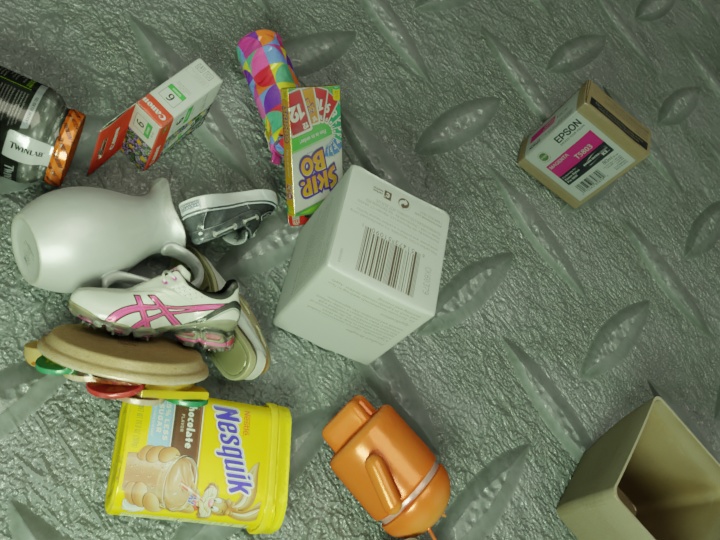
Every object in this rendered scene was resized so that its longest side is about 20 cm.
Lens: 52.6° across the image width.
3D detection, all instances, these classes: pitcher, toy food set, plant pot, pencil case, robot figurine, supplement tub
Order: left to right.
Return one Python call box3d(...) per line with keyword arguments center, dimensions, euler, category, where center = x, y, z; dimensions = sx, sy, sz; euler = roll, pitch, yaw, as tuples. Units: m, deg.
box3d(center=(-0.446, -0.185, 0.882), dimensions=(0.196, 0.122, 0.125), euler=(22, 56, -19), category="supplement tub")
box3d(center=(-0.301, -0.026, 0.887), dimensions=(0.197, 0.122, 0.173), euler=(-17, 59, -44), category="pitcher")
box3d(center=(-0.267, 0.104, 0.818), dimensions=(0.196, 0.196, 0.050), euler=(12, 93, -38), category="toy food set")
box3d(center=(-0.134, -0.276, 1.146), dimensions=(0.086, 0.088, 0.205), euler=(-8, 70, -34), category="pencil case")
box3d(center=(0.037, 0.261, 0.948), dimensions=(0.200, 0.144, 0.116), euler=(47, 61, 7), category="robot figurine")
box3d(center=(0.418, 0.352, 1.102), dimensions=(0.200, 0.177, 0.200), euler=(47, 52, -1), category="plant pot")

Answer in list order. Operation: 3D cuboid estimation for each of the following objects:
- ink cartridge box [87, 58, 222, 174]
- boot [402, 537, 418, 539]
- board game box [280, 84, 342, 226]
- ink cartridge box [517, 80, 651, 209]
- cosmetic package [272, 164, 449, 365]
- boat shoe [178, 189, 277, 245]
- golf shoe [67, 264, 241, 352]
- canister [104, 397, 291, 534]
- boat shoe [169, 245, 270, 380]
box3d(center=(-0.280, -0.198, 0.998), dimensions=(0.050, 0.109, 0.201), euler=(41, 52, -5), category="ink cartridge box")
box3d(center=(0.085, 0.397, 0.912), dimensions=(0.198, 0.069, 0.150), euler=(-32, 114, -30), category="boot")
box3d(center=(-0.071, -0.172, 1.099), dimensions=(0.094, 0.030, 0.206), euler=(-13, 111, -35), category="board game box")
box3d(center=(0.423, -0.234, 1.391), dimensions=(0.163, 0.200, 0.076), euler=(32, 52, -11), category="ink cartridge box")
box3d(center=(0.000, 0.000, 1.011), dimensions=(0.162, 0.200, 0.168), euler=(25, 56, -17), category="cosmetic package")
box3d(center=(-0.171, -0.069, 1.000), dimensions=(0.199, 0.070, 0.070), euler=(-20, 93, -68), category="boat shoe")
box3d(center=(-0.237, 0.036, 0.853), dimensions=(0.195, 0.072, 0.095), euler=(11, 91, -26), category="golf shoe")
box3d(center=(-0.188, 0.222, 0.857), dimensions=(0.195, 0.087, 0.152), euler=(14, 58, -23), category="canister")
box3d(center=(-0.186, 0.058, 0.955), dimensions=(0.202, 0.074, 0.068), euler=(58, 17, 21), category="boat shoe")
